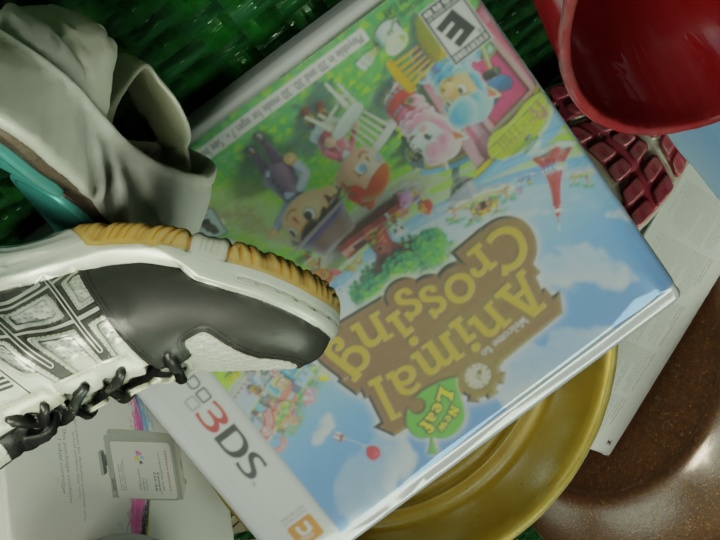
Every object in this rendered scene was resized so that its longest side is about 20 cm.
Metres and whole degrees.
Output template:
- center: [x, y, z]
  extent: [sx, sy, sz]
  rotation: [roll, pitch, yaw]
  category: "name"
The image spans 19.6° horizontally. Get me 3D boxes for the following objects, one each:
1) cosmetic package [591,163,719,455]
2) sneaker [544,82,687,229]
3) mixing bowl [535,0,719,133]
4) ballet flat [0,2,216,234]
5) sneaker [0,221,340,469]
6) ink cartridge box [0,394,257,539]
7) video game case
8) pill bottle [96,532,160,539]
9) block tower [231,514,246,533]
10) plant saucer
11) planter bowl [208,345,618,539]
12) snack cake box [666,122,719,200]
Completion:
- center: [0.139, -0.011, 1.034]
  extent: [0.082, 0.051, 0.200]
  rotation: [23, 100, -49]
  category: "cosmetic package"
- center: [0.072, -0.023, 0.987]
  extent: [0.200, 0.081, 0.075]
  rotation: [-39, 176, 23]
  category: "sneaker"
- center: [0.123, -0.155, 0.714]
  extent: [0.200, 0.108, 0.200]
  rotation: [-26, 149, -17]
  category: "mixing bowl"
- center: [-0.100, -0.052, 0.703]
  extent: [0.069, 0.069, 0.200]
  rotation: [-37, 156, 3]
  category: "ballet flat"
- center: [-0.107, 0.032, 0.697]
  extent: [0.199, 0.088, 0.076]
  rotation: [2, 162, 4]
  category: "sneaker"
- center: [-0.133, 0.091, 0.867]
  extent: [0.116, 0.068, 0.200]
  rotation: [-13, 167, 25]
  category: "ink cartridge box"
- center: [0.000, 0.000, 0.827]
  extent: [0.200, 0.182, 0.022]
  rotation: [-37, -159, 1]
  category: "video game case"
- center: [-0.137, 0.195, 0.803]
  extent: [0.200, 0.117, 0.116]
  rotation: [-33, 160, 21]
  category: "pill bottle"
- center: [-0.021, 0.102, 1.117]
  extent: [0.054, 0.058, 0.200]
  rotation: [-44, 158, 19]
  category: "block tower"
- center: [0.141, 0.056, 1.091]
  extent: [0.200, 0.201, 0.037]
  rotation: [-44, 137, 21]
  category: "plant saucer"
- center: [0.006, 0.028, 0.916]
  extent: [0.200, 0.201, 0.083]
  rotation: [-30, -163, -14]
  category: "planter bowl"
- center: [0.181, -0.083, 0.845]
  extent: [0.115, 0.200, 0.067]
  rotation: [-20, 153, -33]
  category: "snack cake box"
